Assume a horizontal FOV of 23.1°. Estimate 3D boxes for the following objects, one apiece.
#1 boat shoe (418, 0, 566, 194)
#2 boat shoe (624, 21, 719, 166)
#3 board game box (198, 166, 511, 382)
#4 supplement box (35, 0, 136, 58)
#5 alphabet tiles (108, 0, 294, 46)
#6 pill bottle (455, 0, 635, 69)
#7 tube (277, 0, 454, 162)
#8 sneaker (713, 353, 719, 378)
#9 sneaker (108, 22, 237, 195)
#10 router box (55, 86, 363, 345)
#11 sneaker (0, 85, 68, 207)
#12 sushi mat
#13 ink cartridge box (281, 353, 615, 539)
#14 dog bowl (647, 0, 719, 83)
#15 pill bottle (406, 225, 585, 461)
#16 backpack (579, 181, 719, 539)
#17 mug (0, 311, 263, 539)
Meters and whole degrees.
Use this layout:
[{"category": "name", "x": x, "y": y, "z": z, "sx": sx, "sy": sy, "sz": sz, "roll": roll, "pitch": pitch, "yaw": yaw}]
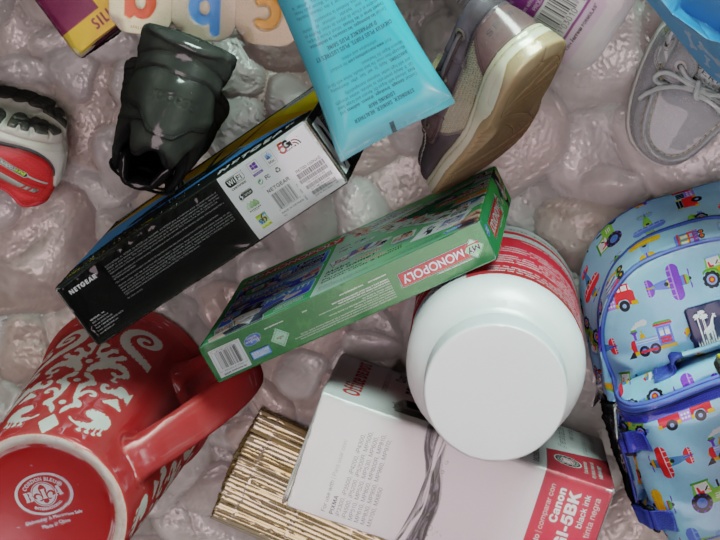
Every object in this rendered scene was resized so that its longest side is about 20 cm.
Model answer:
[{"category": "boat shoe", "x": 0.071, "y": -0.111, "z": 1.096, "sx": 0.072, "sy": 0.200, "sz": 0.065, "roll": -33, "pitch": 79, "yaw": -18}, {"category": "boat shoe", "x": 0.236, "y": -0.150, "z": 1.102, "sx": 0.074, "sy": 0.065, "sz": 0.202, "roll": 36, "pitch": 109, "yaw": -4}, {"category": "board game box", "x": 0.000, "y": 0.000, "z": 1.149, "sx": 0.199, "sy": 0.135, "sz": 0.029, "roll": -24, "pitch": 102, "yaw": 16}, {"category": "supplement box", "x": -0.177, "y": -0.258, "z": 1.109, "sx": 0.131, "sy": 0.103, "sz": 0.200, "roll": -35, "pitch": 99, "yaw": 18}, {"category": "alphabet tiles", "x": -0.088, "y": -0.234, "z": 1.041, "sx": 0.199, "sy": 0.015, "sz": 0.197, "roll": 6, "pitch": 109, "yaw": 6}, {"category": "pill bottle", "x": 0.080, "y": -0.218, "z": 1.079, "sx": 0.199, "sy": 0.112, "sz": 0.113, "roll": 30, "pitch": 110, "yaw": -2}, {"category": "tube", "x": -0.021, "y": -0.168, "z": 1.022, "sx": 0.077, "sy": 0.050, "sz": 0.201, "roll": -26, "pitch": 105, "yaw": 2}, {"category": "sneaker", "x": 0.304, "y": 0.094, "z": 1.029, "sx": 0.200, "sy": 0.074, "sz": 0.085, "roll": 40, "pitch": 98, "yaw": -8}, {"category": "sneaker", "x": -0.127, "y": -0.089, "z": 1.105, "sx": 0.076, "sy": 0.200, "sz": 0.091, "roll": 19, "pitch": 81, "yaw": -2}, {"category": "router box", "x": -0.090, "y": -0.044, "z": 1.141, "sx": 0.199, "sy": 0.149, "sz": 0.051, "roll": -32, "pitch": 101, "yaw": 16}, {"category": "sneaker", "x": -0.300, "y": -0.089, "z": 1.200, "sx": 0.199, "sy": 0.077, "sz": 0.085, "roll": 16, "pitch": 116, "yaw": 4}, {"category": "sushi mat", "x": -0.004, "y": 0.179, "z": 1.272, "sx": 0.199, "sy": 0.012, "sz": 0.096, "roll": 24, "pitch": 110, "yaw": 0}, {"category": "ink cartridge box", "x": 0.060, "y": 0.134, "z": 1.173, "sx": 0.199, "sy": 0.147, "sz": 0.083, "roll": 18, "pitch": 98, "yaw": 2}, {"category": "dog bowl", "x": 0.208, "y": -0.186, "z": 1.016, "sx": 0.111, "sy": 0.050, "sz": 0.200, "roll": -42, "pitch": 94, "yaw": -20}, {"category": "pill bottle", "x": 0.086, "y": 0.046, "z": 1.113, "sx": 0.111, "sy": 0.200, "sz": 0.113, "roll": 1, "pitch": 105, "yaw": 4}, {"category": "backpack", "x": 0.233, "y": 0.051, "z": 1.133, "sx": 0.181, "sy": 0.135, "sz": 0.201, "roll": -15, "pitch": 102, "yaw": 12}, {"category": "mug", "x": -0.170, "y": 0.103, "z": 1.174, "sx": 0.133, "sy": 0.200, "sz": 0.178, "roll": 39, "pitch": 109, "yaw": -4}]
